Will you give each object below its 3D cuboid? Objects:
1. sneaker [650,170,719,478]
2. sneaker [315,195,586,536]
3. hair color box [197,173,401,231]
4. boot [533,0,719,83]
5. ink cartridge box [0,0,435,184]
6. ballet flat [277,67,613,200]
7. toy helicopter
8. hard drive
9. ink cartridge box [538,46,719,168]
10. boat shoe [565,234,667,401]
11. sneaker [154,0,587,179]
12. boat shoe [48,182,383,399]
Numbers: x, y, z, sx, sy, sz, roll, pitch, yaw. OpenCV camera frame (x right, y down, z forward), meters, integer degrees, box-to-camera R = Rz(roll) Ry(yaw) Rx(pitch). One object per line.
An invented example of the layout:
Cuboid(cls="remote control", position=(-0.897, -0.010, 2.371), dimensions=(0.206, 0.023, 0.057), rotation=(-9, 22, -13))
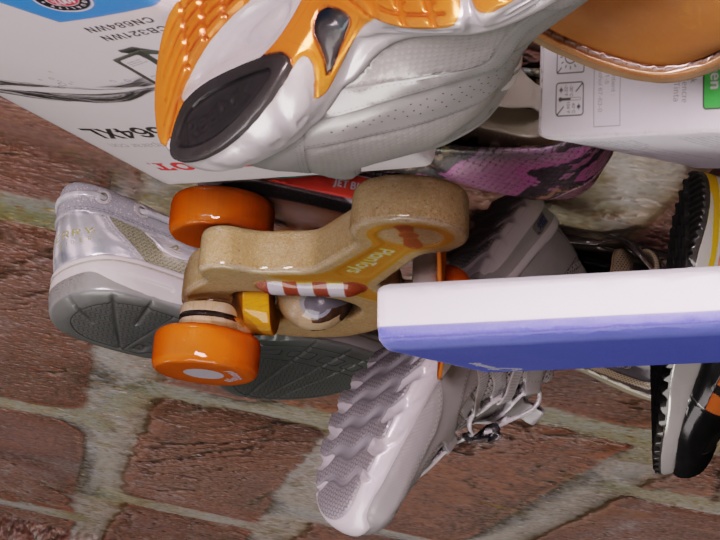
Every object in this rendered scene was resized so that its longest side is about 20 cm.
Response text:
Cuboid(cls="sneaker", position=(0.187, 0.035, 1.100), dimensions=(0.089, 0.070, 0.201), rotation=(3, 139, 3))
Cuboid(cls="sneaker", position=(0.054, 0.052, 1.091), dimensions=(0.082, 0.200, 0.075), rotation=(45, 151, -14))
Cuboid(cls="hair color box", position=(-0.024, -0.038, 1.101), dimensions=(0.101, 0.062, 0.200), rotation=(12, 165, 0))
Cuboid(cls="boot", position=(0.115, -0.114, 0.678), dimensions=(0.199, 0.077, 0.155), rotation=(17, 162, 21))
Cuboid(cls="ink cartridge box", position=(-0.077, -0.104, 0.834), dimensions=(0.145, 0.085, 0.200), rotation=(-1, 160, 40))
Cuboid(cls="ballet flat", position=(0.008, -0.073, 0.955), dimensions=(0.199, 0.069, 0.071), rotation=(7, 148, -1))
Cuboid(cls="toy helicopter", position=(0.000, 0.000, 0.960), dimensions=(0.132, 0.079, 0.200), rotation=(12, 163, -19))
Cuboid(cls="hard drive", position=(0.123, 0.019, 0.884), dimensions=(0.199, 0.026, 0.132), rotation=(-3, 172, 22))
Cuboid(cls="ink cartridge box", position=(0.173, -0.067, 0.812), dimensions=(0.199, 0.051, 0.109), rotation=(-1, 176, 39))
Cuboid(cls="boat shoe", position=(0.135, 0.023, 1.188), dimensions=(0.199, 0.075, 0.073), rotation=(8, 166, 10))
Cuboid(cls="sneaker", position=(0.029, -0.085, 0.713), dimensions=(0.199, 0.076, 0.092), rotation=(-24, 155, 39))
Cuboid(cls="boat shoe", position=(-0.062, 0.013, 1.103), dimensions=(0.201, 0.065, 0.074), rotation=(17, 148, -38))
